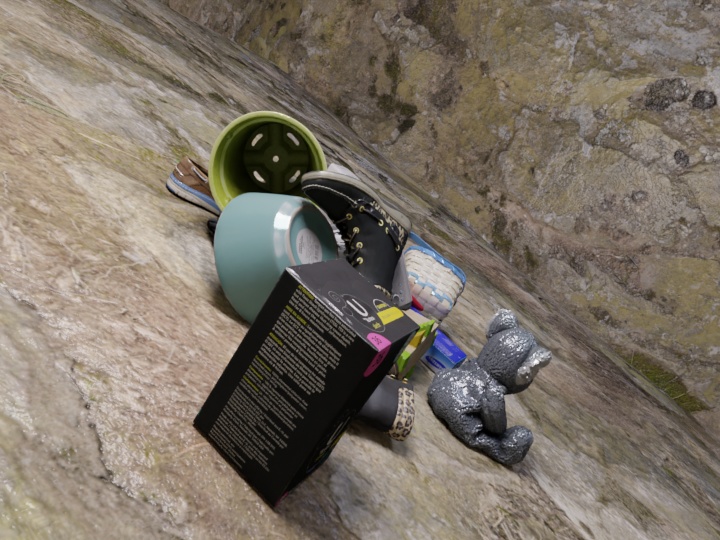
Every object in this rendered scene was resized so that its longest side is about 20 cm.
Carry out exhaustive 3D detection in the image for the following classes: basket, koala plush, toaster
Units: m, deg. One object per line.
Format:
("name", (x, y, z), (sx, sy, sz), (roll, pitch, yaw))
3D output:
("basket", (0.144, 0.017, 1.407), (0.174, 0.140, 0.201), (35, 44, -3))
("koala plush", (0.228, 0.178, 1.068), (0.181, 0.202, 0.178), (26, 19, -26))
("toaster", (0.000, 0.000, 1.077), (0.111, 0.133, 0.198), (-13, 13, -30))

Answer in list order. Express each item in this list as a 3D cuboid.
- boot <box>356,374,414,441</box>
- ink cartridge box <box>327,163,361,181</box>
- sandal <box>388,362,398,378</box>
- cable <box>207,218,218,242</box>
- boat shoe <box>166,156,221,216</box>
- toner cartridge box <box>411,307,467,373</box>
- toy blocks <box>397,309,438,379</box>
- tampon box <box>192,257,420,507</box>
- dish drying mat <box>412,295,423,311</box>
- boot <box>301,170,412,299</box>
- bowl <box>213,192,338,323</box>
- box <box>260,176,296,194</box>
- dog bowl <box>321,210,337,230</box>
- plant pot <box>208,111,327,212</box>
("boot", (-0.002, 0.146, 0.911), (0.148, 0.074, 0.202), (29, 22, -21))
("ink cartridge box", (-0.022, -0.122, 1.467), (0.200, 0.146, 0.083), (43, 19, 24))
("sandal", (-0.022, 0.107, 1.012), (0.054, 0.082, 0.201), (-34, 79, -36))
("cable", (-0.173, -0.037, 1.099), (0.197, 0.051, 0.164), (33, 17, -11))
("boat shoe", (-0.255, -0.146, 1.184), (0.197, 0.073, 0.073), (22, 21, -42))
("toner cartridge box", (0.114, 0.124, 1.261), (0.199, 0.044, 0.094), (42, 18, 18))
("toy blocks", (0.047, 0.107, 1.111), (0.134, 0.102, 0.199), (27, 23, 17))
("tampon box", (-0.053, 0.109, 0.683), (0.125, 0.202, 0.149), (38, 17, 14))
("dish drying mat", (0.049, 0.009, 1.231), (0.200, 0.018, 0.077), (46, -5, -37))
("boot", (-0.012, -0.035, 0.908), (0.201, 0.158, 0.072), (27, -23, -37))
("bowl", (-0.104, -0.025, 0.925), (0.199, 0.103, 0.207), (25, 59, -50))
("box", (-0.125, -0.096, 1.241), (0.201, 0.076, 0.097), (51, -22, 43))
("dog bowl", (-0.065, -0.099, 1.300), (0.202, 0.057, 0.202), (58, -16, 26))
("plant pot", (-0.155, -0.185, 1.129), (0.197, 0.203, 0.185), (32, 15, -12))
